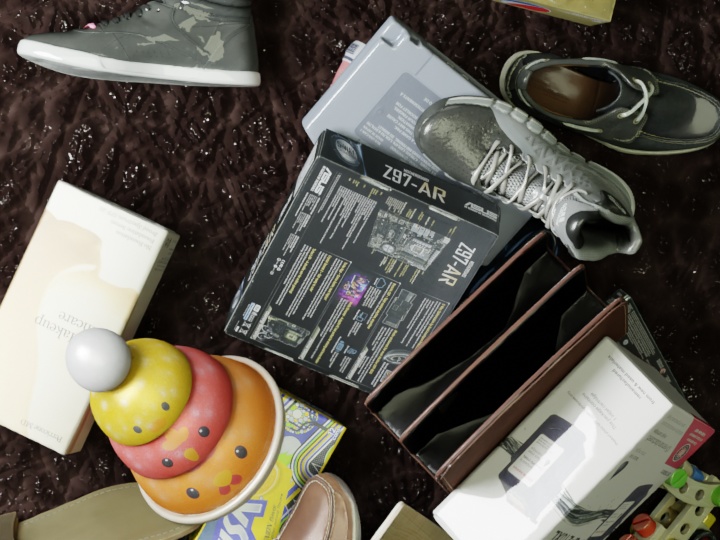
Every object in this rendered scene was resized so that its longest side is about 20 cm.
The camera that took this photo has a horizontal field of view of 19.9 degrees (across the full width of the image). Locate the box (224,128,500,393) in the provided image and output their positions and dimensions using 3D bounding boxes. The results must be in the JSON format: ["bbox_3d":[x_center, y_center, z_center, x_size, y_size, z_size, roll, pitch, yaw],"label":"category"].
[{"bbox_3d":[0.000,0.000,1.671,0.160,0.044,0.200,23,126,-9],"label":"box"}]

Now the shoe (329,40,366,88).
[{"bbox_3d":[0.059,-0.106,1.718,0.200,0.071,0.091,28,93,-7],"label":"shoe"}]

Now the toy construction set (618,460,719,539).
[{"bbox_3d":[0.235,0.218,1.752,0.200,0.092,0.131,-42,123,3],"label":"toy construction set"}]

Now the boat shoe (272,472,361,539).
[{"bbox_3d":[-0.058,0.259,1.661,0.072,0.076,0.200,10,100,-40],"label":"boat shoe"}]

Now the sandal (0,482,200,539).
[{"bbox_3d":[-0.228,0.233,1.704,0.211,0.078,0.070,-10,127,-1],"label":"sandal"}]

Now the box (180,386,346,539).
[{"bbox_3d":[-0.093,0.198,1.713,0.070,0.064,0.200,30,89,-9],"label":"box"}]

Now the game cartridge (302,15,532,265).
[{"bbox_3d":[0.058,-0.097,1.663,0.200,0.040,0.133,37,101,-20],"label":"game cartridge"}]

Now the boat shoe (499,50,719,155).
[{"bbox_3d":[0.219,-0.140,1.740,0.200,0.068,0.072,12,90,-11],"label":"boat shoe"}]

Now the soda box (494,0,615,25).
[{"bbox_3d":[0.116,-0.261,1.716,0.200,0.064,0.068,13,92,-9],"label":"soda box"}]

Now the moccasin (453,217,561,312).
[{"bbox_3d":[0.102,0.041,1.729,0.080,0.068,0.200,25,89,-3],"label":"moccasin"}]

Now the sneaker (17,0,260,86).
[{"bbox_3d":[-0.178,-0.204,1.674,0.200,0.071,0.099,3,91,-15],"label":"sneaker"}]

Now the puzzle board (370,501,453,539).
[{"bbox_3d":[0.030,0.279,1.698,0.017,0.200,0.151,33,86,35],"label":"puzzle board"}]

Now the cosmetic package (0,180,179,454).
[{"bbox_3d":[-0.236,0.038,1.667,0.105,0.071,0.200,23,89,4],"label":"cosmetic package"}]

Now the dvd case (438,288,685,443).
[{"bbox_3d":[0.172,0.125,1.739,0.200,0.022,0.146,-38,127,-6],"label":"dvd case"}]

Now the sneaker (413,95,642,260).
[{"bbox_3d":[0.140,-0.067,1.605,0.200,0.116,0.075,23,109,-17],"label":"sneaker"}]

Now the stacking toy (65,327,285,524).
[{"bbox_3d":[-0.166,0.103,1.616,0.146,0.146,0.200,-54,138,-2],"label":"stacking toy"}]

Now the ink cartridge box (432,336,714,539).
[{"bbox_3d":[0.173,0.162,1.655,0.200,0.145,0.084,-46,65,7],"label":"ink cartridge box"}]

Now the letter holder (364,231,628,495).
[{"bbox_3d":[0.106,0.069,1.618,0.200,0.142,0.101,-43,77,-3],"label":"letter holder"}]
